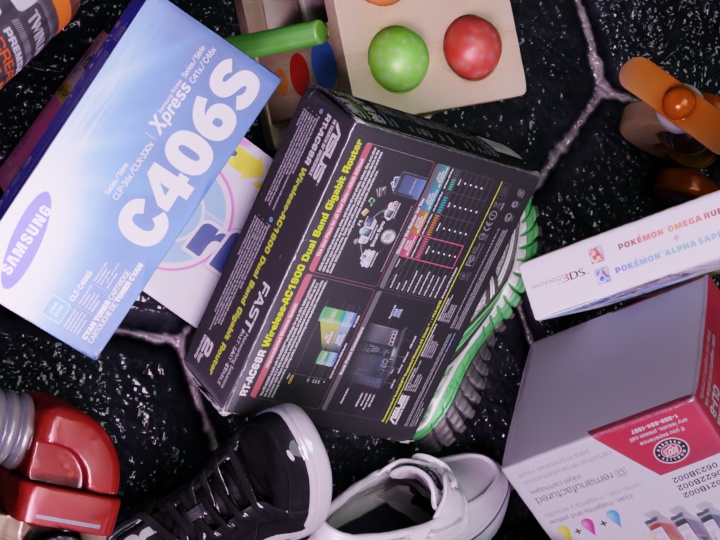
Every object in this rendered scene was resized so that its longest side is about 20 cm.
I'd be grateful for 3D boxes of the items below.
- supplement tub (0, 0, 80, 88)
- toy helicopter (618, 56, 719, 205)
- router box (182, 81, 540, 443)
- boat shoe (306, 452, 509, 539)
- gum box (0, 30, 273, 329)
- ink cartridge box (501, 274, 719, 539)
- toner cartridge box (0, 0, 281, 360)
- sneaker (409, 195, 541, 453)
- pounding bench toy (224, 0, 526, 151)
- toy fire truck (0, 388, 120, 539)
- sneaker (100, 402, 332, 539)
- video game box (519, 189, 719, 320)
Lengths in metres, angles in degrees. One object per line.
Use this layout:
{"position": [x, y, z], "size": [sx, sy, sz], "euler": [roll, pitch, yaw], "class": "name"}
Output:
{"position": [-0.239, -0.156, 1.128], "size": [0.107, 0.107, 0.200], "euler": [48, 68, -16], "class": "supplement tub"}
{"position": [0.265, -0.100, 1.331], "size": [0.132, 0.200, 0.079], "euler": [30, 73, -40], "class": "toy helicopter"}
{"position": [0.000, 0.000, 1.162], "size": [0.150, 0.062, 0.200], "euler": [13, 109, -38], "class": "router box"}
{"position": [0.038, 0.154, 1.234], "size": [0.200, 0.073, 0.066], "euler": [-28, 142, -50], "class": "boat shoe"}
{"position": [-0.112, -0.042, 1.190], "size": [0.200, 0.066, 0.114], "euler": [37, 91, -21], "class": "gum box"}
{"position": [0.213, 0.139, 1.277], "size": [0.200, 0.145, 0.145], "euler": [54, 29, -22], "class": "ink cartridge box"}
{"position": [-0.141, -0.057, 1.117], "size": [0.095, 0.043, 0.200], "euler": [33, 91, -19], "class": "toner cartridge box"}
{"position": [0.058, 0.017, 1.285], "size": [0.085, 0.078, 0.201], "euler": [29, 74, -21], "class": "sneaker"}
{"position": [-0.019, -0.149, 1.214], "size": [0.199, 0.156, 0.125], "euler": [-12, 92, -27], "class": "pounding bench toy"}
{"position": [-0.229, 0.081, 1.122], "size": [0.176, 0.129, 0.201], "euler": [14, 90, -26], "class": "toy fire truck"}
{"position": [-0.093, 0.150, 1.130], "size": [0.112, 0.200, 0.073], "euler": [-21, 73, -28], "class": "sneaker"}
{"position": [0.232, -0.020, 1.279], "size": [0.200, 0.182, 0.047], "euler": [-8, 77, -56], "class": "video game box"}
